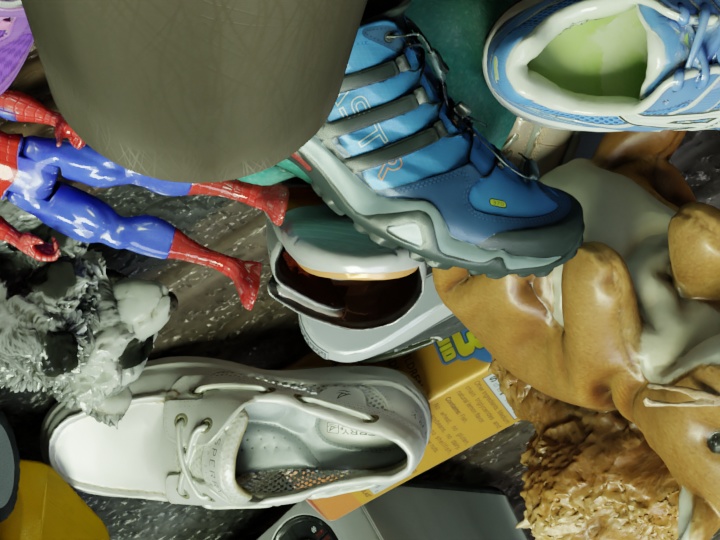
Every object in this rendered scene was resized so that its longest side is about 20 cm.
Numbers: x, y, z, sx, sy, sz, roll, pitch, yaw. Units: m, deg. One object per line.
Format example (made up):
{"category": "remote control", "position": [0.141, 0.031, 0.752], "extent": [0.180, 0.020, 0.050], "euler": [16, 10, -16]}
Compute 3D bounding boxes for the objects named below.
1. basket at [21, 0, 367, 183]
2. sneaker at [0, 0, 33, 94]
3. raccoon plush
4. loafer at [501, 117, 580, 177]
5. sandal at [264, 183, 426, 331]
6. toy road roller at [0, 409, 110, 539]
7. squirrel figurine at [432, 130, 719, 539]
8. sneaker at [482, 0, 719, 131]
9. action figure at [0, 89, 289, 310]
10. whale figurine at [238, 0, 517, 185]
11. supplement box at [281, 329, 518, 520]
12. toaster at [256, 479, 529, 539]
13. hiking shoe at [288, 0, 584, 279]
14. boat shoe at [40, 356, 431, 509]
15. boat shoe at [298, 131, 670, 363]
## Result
{"category": "basket", "position": [-0.054, -0.133, 0.965], "extent": [0.179, 0.136, 0.200], "euler": [-20, 151, -16]}
{"category": "sneaker", "position": [-0.145, -0.125, 1.085], "extent": [0.080, 0.089, 0.201], "euler": [-8, 144, -24]}
{"category": "raccoon plush", "position": [-0.186, 0.016, 1.289], "extent": [0.199, 0.097, 0.134], "euler": [7, 160, 8]}
{"category": "loafer", "position": [0.073, -0.082, 1.296], "extent": [0.063, 0.072, 0.200], "euler": [15, 124, -30]}
{"category": "sandal", "position": [-0.008, 0.000, 1.262], "extent": [0.079, 0.207, 0.060], "euler": [3, 100, 0]}
{"category": "toy road roller", "position": [-0.212, 0.161, 1.360], "extent": [0.122, 0.147, 0.200], "euler": [-7, 153, 17]}
{"category": "squirrel figurine", "position": [0.134, 0.051, 1.268], "extent": [0.141, 0.187, 0.201], "euler": [-27, 147, -26]}
{"category": "sneaker", "position": [0.146, -0.085, 1.130], "extent": [0.199, 0.076, 0.077], "euler": [-8, -174, 10]}
{"category": "action figure", "position": [-0.132, -0.040, 1.196], "extent": [0.199, 0.052, 0.066], "euler": [18, 111, -7]}
{"category": "whale figurine", "position": [-0.020, -0.082, 1.202], "extent": [0.199, 0.104, 0.159], "euler": [2, 139, -30]}
{"category": "supplement box", "position": [0.048, 0.050, 1.455], "extent": [0.199, 0.067, 0.069], "euler": [-28, 144, 6]}
{"category": "toaster", "position": [0.005, 0.209, 1.578], "extent": [0.181, 0.119, 0.200], "euler": [-42, 152, 24]}
{"category": "hiking shoe", "position": [0.012, -0.064, 1.129], "extent": [0.199, 0.074, 0.087], "euler": [25, 110, -14]}
{"category": "boat shoe", "position": [-0.065, 0.084, 1.386], "extent": [0.199, 0.069, 0.071], "euler": [-6, 108, 6]}
{"category": "boat shoe", "position": [0.064, -0.006, 1.394], "extent": [0.199, 0.070, 0.066], "euler": [-29, 166, 1]}
